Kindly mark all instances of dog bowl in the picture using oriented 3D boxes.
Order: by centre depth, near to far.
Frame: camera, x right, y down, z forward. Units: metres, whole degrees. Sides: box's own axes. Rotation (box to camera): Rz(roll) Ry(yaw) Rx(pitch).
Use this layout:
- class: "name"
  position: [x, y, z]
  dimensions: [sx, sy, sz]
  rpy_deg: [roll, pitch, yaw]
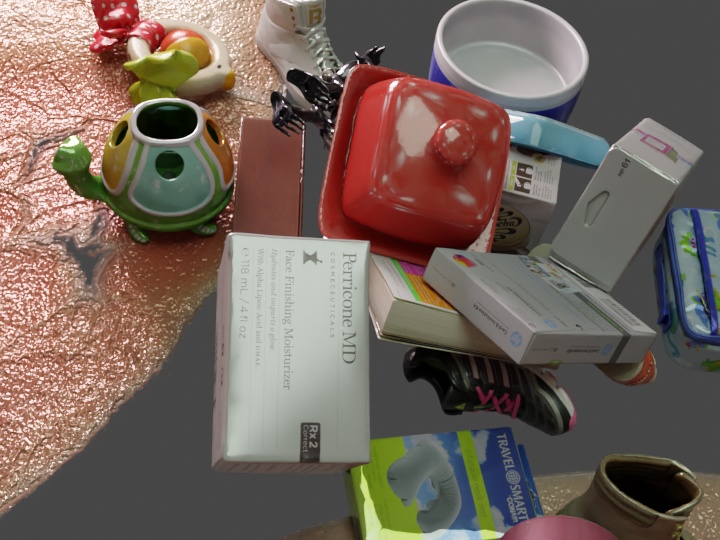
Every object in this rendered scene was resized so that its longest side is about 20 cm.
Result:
- class: "dog bowl"
  position: [0.189, -0.261, 1.453]
  dimensions: [0.198, 0.079, 0.201]
  rpy_deg: [5, 50, -5]

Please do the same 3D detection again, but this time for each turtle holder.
- class: "turtle holder"
  position: [-0.230, -0.126, 1.244]
  dimensions: [0.184, 0.132, 0.142]
  rpy_deg: [18, 54, 5]

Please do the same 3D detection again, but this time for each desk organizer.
- class: "desk organizer"
  position: [-0.104, -0.078, 1.275]
  dimensions: [0.076, 0.072, 0.201]
  rpy_deg: [4, 53, -5]

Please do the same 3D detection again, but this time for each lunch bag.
- class: "lunch bag"
  position: [0.421, 0.023, 1.299]
  dimensions: [0.159, 0.083, 0.201]
  rpy_deg: [8, 52, -2]

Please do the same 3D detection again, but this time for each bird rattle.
- class: "bird rattle"
  position: [-0.243, -0.262, 1.390]
  dimensions: [0.162, 0.113, 0.200]
  rpy_deg: [-7, 42, -30]

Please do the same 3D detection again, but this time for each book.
- class: "book"
  position: [0.104, 0.035, 1.170]
  dimensions: [0.198, 0.048, 0.134]
  rpy_deg: [13, 25, -18]

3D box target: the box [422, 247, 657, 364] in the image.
- class: "box"
  position: [0.184, 0.036, 1.142]
  dimensions: [0.199, 0.041, 0.156]
  rpy_deg: [4, 28, -43]

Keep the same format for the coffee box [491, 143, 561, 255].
- class: "coffee box"
  position: [0.119, -0.094, 1.303]
  dimensions: [0.198, 0.113, 0.080]
  rpy_deg: [15, 52, -1]

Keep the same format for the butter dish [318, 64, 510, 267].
- class: "butter dish"
  position: [0.076, -0.115, 1.150]
  dimensions: [0.198, 0.148, 0.201]
  rpy_deg: [14, 77, -14]

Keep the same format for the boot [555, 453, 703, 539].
- class: "boot"
  position: [0.294, 0.249, 1.059]
  dimensions: [0.198, 0.155, 0.072]
  rpy_deg: [22, 52, 4]

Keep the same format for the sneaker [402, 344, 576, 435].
- class: "sneaker"
  position: [0.126, 0.124, 1.172]
  dimensions: [0.199, 0.074, 0.088]
  rpy_deg: [32, 56, 17]

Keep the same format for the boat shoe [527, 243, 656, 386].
- class: "boat shoe"
  position: [0.256, 0.050, 1.257]
  dimensions: [0.062, 0.071, 0.200]
  rpy_deg: [17, 29, -51]

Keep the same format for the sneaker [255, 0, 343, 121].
- class: "sneaker"
  position: [-0.061, -0.280, 1.404]
  dimensions: [0.073, 0.116, 0.200]
  rpy_deg: [-30, 66, -30]

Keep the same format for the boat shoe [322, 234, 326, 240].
- class: "boat shoe"
  position: [0.000, 0.000, 1.233]
  dimensions: [0.092, 0.075, 0.201]
  rpy_deg: [9, 52, 4]

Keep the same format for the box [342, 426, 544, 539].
- class: "box"
  position: [0.088, 0.223, 1.106]
  dimensions: [0.198, 0.048, 0.123]
  rpy_deg: [-4, 55, -13]

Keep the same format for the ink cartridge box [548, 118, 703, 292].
- class: "ink cartridge box"
  position: [0.300, -0.077, 1.260]
  dimensions: [0.084, 0.145, 0.200]
  rpy_deg: [34, 26, 13]

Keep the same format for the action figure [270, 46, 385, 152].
- class: "action figure"
  position: [-0.017, -0.191, 1.286]
  dimensions: [0.102, 0.119, 0.200]
  rpy_deg: [52, 33, 10]

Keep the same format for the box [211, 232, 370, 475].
- class: "box"
  position: [-0.069, 0.086, 1.047]
  dimensions: [0.129, 0.200, 0.201]
  rpy_deg: [2, 77, -10]

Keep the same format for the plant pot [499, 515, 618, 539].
- class: "plant pot"
  position: [0.173, 0.323, 0.972]
  dimensions: [0.198, 0.201, 0.180]
  rpy_deg: [15, 36, 0]

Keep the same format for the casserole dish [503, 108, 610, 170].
- class: "casserole dish"
  position: [0.221, -0.157, 1.342]
  dimensions: [0.199, 0.039, 0.121]
  rpy_deg: [8, 7, -45]
